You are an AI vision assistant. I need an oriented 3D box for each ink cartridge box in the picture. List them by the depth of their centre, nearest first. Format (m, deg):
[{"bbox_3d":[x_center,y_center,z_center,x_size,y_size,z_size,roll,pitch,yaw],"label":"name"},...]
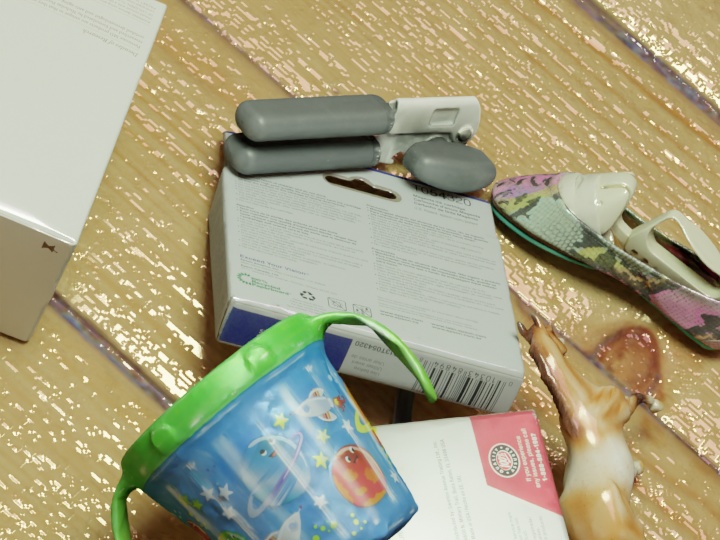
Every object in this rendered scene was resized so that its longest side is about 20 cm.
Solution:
[{"bbox_3d":[0.018,0.172,1.582,0.200,0.083,0.145,-4,60,-14],"label":"ink cartridge box"},{"bbox_3d":[0.000,0.000,1.715,0.196,0.043,0.200,15,30,-14],"label":"ink cartridge box"}]

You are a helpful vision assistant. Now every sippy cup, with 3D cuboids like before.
[{"bbox_3d":[-0.043,0.115,1.486,0.130,0.178,0.140,51,35,6],"label":"sippy cup"}]

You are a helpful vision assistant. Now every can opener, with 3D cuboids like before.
[{"bbox_3d":[0.005,-0.087,1.760,0.200,0.053,0.066,-1,36,-34],"label":"can opener"}]

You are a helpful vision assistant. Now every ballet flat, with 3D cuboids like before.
[{"bbox_3d":[0.186,-0.022,1.805,0.200,0.071,0.069,33,38,0],"label":"ballet flat"}]

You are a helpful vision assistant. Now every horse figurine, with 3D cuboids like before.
[{"bbox_3d":[0.155,0.136,1.670,0.132,0.050,0.200,32,49,-51],"label":"horse figurine"}]

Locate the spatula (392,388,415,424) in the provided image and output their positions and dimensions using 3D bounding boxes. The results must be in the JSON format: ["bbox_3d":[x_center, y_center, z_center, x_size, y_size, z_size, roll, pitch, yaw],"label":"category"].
[{"bbox_3d":[0.029,0.089,1.698,0.056,0.021,0.200,14,55,-13],"label":"spatula"}]

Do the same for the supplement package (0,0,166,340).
[{"bbox_3d":[-0.215,-0.083,1.640,0.120,0.121,0.200,23,52,-9],"label":"supplement package"}]
